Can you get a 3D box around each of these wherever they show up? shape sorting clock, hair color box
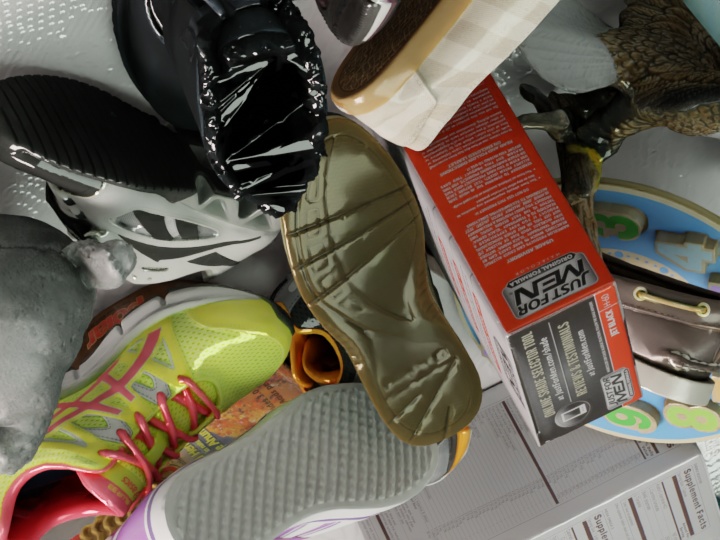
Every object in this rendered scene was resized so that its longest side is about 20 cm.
[{"bbox_3d":[0.145,0.026,1.486,0.199,0.039,0.201,18,140,15],"label":"shape sorting clock"},{"bbox_3d":[0.065,-0.024,1.328,0.061,0.200,0.102,-24,143,-3],"label":"hair color box"}]

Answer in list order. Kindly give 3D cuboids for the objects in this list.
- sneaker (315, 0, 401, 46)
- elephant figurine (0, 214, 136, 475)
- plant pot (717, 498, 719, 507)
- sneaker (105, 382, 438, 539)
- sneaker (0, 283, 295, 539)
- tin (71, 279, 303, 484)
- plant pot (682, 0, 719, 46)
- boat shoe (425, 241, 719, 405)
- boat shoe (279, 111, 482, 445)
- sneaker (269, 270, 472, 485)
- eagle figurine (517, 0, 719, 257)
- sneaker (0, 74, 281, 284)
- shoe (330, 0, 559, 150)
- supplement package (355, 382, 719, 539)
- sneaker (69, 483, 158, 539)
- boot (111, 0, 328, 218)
[{"bbox_3d":[0.050,-0.188,1.234,0.115,0.076,0.201,-9,138,-27],"label":"sneaker"},{"bbox_3d":[-0.237,0.016,1.266,0.199,0.141,0.156,20,95,-25],"label":"elephant figurine"},{"bbox_3d":[0.229,0.268,1.761,0.141,0.200,0.141,22,121,-45],"label":"plant pot"},{"bbox_3d":[-0.056,0.121,1.404,0.200,0.073,0.114,-16,163,-42],"label":"sneaker"},{"bbox_3d":[-0.117,0.083,1.376,0.199,0.090,0.078,-31,135,7],"label":"sneaker"},{"bbox_3d":[-0.088,0.074,1.485,0.112,0.042,0.200,-36,142,5],"label":"tin"},{"bbox_3d":[0.214,-0.195,1.246,0.141,0.141,0.201,-14,133,-16],"label":"plant pot"},{"bbox_3d":[0.105,0.002,1.414,0.072,0.199,0.060,-1,117,-64],"label":"boat shoe"},{"bbox_3d":[0.001,0.000,1.354,0.072,0.066,0.201,-30,124,-6],"label":"boat shoe"},{"bbox_3d":[0.001,0.052,1.471,0.077,0.078,0.200,-38,135,-17],"label":"sneaker"},{"bbox_3d":[0.185,-0.100,1.366,0.199,0.152,0.151,-23,-176,20],"label":"eagle figurine"},{"bbox_3d":[-0.118,-0.032,1.312,0.200,0.074,0.089,18,125,-45],"label":"sneaker"},{"bbox_3d":[0.068,-0.141,1.277,0.053,0.070,0.200,39,97,-22],"label":"shoe"},{"bbox_3d":[0.102,0.142,1.613,0.199,0.114,0.110,-25,141,-1],"label":"supplement package"},{"bbox_3d":[-0.152,0.191,1.523,0.199,0.075,0.090,-22,141,24],"label":"sneaker"},{"bbox_3d":[-0.059,-0.091,1.206,0.073,0.163,0.199,-17,141,-10],"label":"boot"}]
